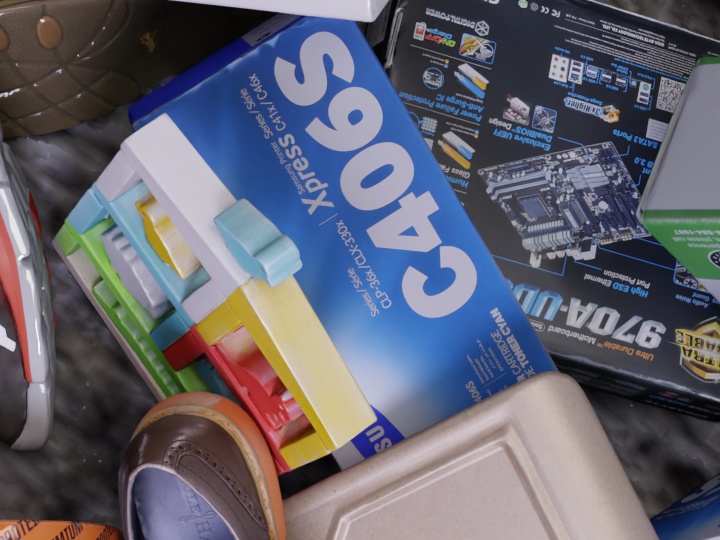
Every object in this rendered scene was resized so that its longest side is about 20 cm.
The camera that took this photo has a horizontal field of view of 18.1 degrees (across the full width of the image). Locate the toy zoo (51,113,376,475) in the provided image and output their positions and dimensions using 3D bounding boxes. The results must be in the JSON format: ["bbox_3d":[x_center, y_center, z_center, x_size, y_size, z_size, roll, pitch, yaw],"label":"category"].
[{"bbox_3d":[-0.057,0.017,0.843,0.020,0.200,0.132,-35,91,-20],"label":"toy zoo"}]

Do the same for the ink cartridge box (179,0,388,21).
[{"bbox_3d":[-0.074,-0.155,0.863,0.198,0.068,0.117,8,30,15],"label":"ink cartridge box"}]

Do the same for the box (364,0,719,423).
[{"bbox_3d":[0.090,-0.036,0.980,0.199,0.046,0.160,15,76,-13],"label":"box"}]

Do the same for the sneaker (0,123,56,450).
[{"bbox_3d":[-0.170,-0.020,0.870,0.081,0.077,0.201,-14,109,-2],"label":"sneaker"}]

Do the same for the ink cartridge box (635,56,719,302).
[{"bbox_3d":[0.232,-0.002,0.926,0.200,0.146,0.084,41,63,-39],"label":"ink cartridge box"}]

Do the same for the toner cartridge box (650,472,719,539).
[{"bbox_3d":[0.165,0.104,0.894,0.095,0.200,0.043,-31,88,-21],"label":"toner cartridge box"}]

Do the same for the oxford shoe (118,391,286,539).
[{"bbox_3d":[-0.046,0.149,0.819,0.071,0.073,0.201,-19,99,13],"label":"oxford shoe"}]

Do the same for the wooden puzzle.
[{"bbox_3d":[0.033,0.160,0.868,0.199,0.037,0.186,-27,89,10],"label":"wooden puzzle"}]

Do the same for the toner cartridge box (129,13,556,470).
[{"bbox_3d":[0.000,0.000,0.889,0.095,0.043,0.201,-32,104,0],"label":"toner cartridge box"}]

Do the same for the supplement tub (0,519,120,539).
[{"bbox_3d":[-0.134,0.195,0.825,0.122,0.122,0.202,2,79,-17],"label":"supplement tub"}]

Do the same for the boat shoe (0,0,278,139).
[{"bbox_3d":[-0.111,-0.111,0.930,0.199,0.072,0.068,-19,51,-16],"label":"boat shoe"}]
